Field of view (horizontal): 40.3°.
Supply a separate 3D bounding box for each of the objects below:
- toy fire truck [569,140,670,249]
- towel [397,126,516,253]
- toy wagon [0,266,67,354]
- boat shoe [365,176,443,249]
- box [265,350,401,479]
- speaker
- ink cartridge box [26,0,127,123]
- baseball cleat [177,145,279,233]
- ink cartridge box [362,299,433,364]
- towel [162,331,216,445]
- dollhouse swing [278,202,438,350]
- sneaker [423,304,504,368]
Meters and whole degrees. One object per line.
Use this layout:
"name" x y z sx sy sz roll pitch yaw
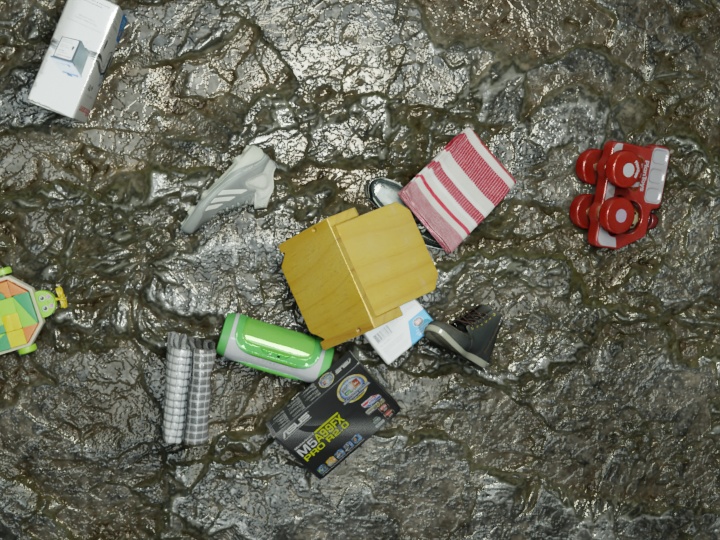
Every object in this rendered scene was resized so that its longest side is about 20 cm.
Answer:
"toy fire truck" 0.486 -0.137 1.792 0.167 0.112 0.201 6 95 -25
"towel" 0.177 -0.147 1.760 0.144 0.023 0.200 48 69 -8
"toy wagon" -0.616 0.074 1.714 0.199 0.040 0.156 -17 96 -4
"boat shoe" 0.096 -0.099 1.767 0.200 0.060 0.076 29 91 -7
"box" -0.046 0.261 1.751 0.200 0.044 0.160 -41 129 -2
"speaker" -0.152 0.139 1.747 0.199 0.088 0.089 17 92 -7
"ink cartridge box" -0.472 -0.356 1.643 0.086 0.146 0.201 21 92 -9
"baseball cleat" -0.224 -0.124 1.726 0.106 0.070 0.200 41 90 -7
"ink cartridge box" 0.029 0.056 1.763 0.115 0.068 0.200 -39 91 -3
"towel" -0.293 0.200 1.680 0.085 0.200 0.166 4 93 -11
"dollhouse swing" 0.000 0.000 1.712 0.181 0.176 0.201 -26 88 39
"sneaker" 0.185 0.097 1.751 0.075 0.200 0.107 21 83 35
